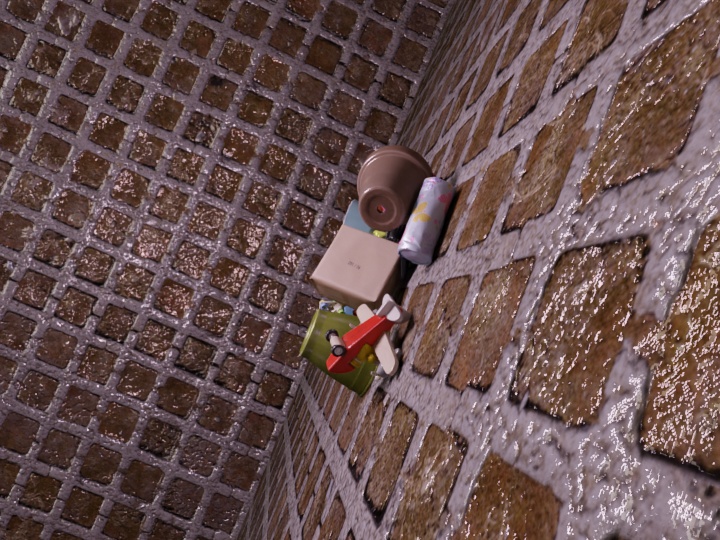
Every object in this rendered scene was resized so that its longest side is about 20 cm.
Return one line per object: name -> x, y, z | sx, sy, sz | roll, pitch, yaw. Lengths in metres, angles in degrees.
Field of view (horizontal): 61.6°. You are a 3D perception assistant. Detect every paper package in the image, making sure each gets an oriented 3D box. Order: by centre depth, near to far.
paper package -> 0.000, 0.000, 1.614 | 0.192, 0.197, 0.104 | -60, -22, -23

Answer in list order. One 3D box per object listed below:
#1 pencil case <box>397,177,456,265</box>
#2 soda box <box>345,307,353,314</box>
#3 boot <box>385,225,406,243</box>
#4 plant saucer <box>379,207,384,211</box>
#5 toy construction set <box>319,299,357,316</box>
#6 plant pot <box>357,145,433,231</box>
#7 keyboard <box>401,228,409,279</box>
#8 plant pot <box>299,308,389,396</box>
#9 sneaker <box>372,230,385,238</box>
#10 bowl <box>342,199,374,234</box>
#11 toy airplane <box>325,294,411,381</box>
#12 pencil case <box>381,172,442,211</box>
pencil case -> 0.156, -0.113, 1.398 | 0.091, 0.082, 0.203 | 36, -109, -52
soda box -> -0.026, 0.159, 1.790 | 0.064, 0.067, 0.203 | 126, 147, -49
boot -> 0.103, -0.083, 1.778 | 0.211, 0.078, 0.160 | -84, 18, -73
plant saucer -> 0.105, -0.178, 2.033 | 0.200, 0.032, 0.204 | -22, 65, 60
toy construction set -> -0.007, 0.117, 1.679 | 0.093, 0.197, 0.133 | -97, -9, -63
plant pot -> 0.068, -0.181, 1.464 | 0.202, 0.198, 0.175 | -63, -3, 34
keyboard -> 0.132, -0.081, 1.596 | 0.201, 0.020, 0.129 | -69, -19, -53
plant pot -> -0.049, 0.194, 1.569 | 0.200, 0.190, 0.203 | -156, 90, -84
sneaker -> 0.079, -0.056, 1.968 | 0.201, 0.082, 0.075 | 88, -179, -60
bowl -> 0.005, -0.127, 2.022 | 0.201, 0.103, 0.204 | 15, -90, -82
toy airplane -> 0.034, 0.155, 1.361 | 0.197, 0.142, 0.201 | -7, 40, 39
pencil case -> 0.137, -0.221, 1.695 | 0.199, 0.090, 0.095 | -14, 86, 55
